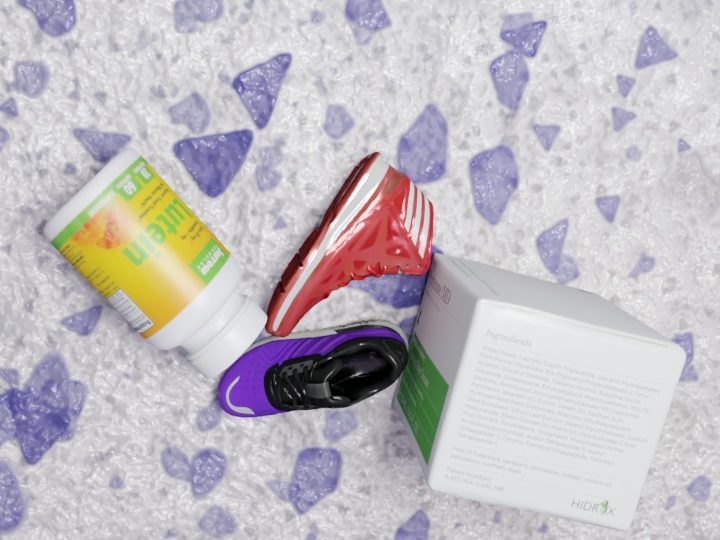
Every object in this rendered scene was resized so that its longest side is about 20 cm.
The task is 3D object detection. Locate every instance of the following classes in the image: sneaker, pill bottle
[{"bbox_3d":[-0.047,0.101,0.862,0.196,0.100,0.071,-17,104,2],"label":"sneaker"},{"bbox_3d":[-0.180,-0.001,0.821,0.111,0.111,0.200,-41,104,3],"label":"pill bottle"},{"bbox_3d":[0.000,0.000,0.862,0.115,0.078,0.202,34,97,-11],"label":"sneaker"}]

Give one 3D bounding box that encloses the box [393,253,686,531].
[{"bbox_3d":[0.154,0.104,0.840,0.196,0.199,0.175,14,100,-10],"label":"box"}]
